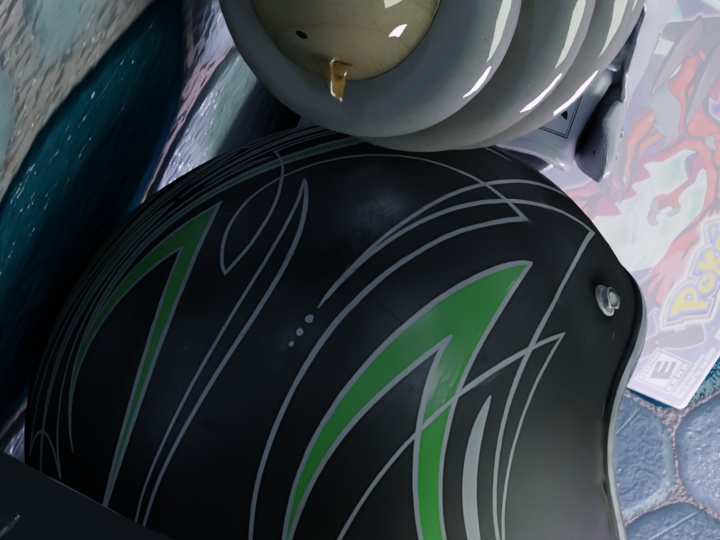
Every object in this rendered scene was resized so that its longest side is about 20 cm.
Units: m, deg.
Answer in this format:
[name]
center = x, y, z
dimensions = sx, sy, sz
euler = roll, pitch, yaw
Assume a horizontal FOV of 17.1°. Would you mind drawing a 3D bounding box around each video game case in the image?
[video game case]
center = 0.140, -0.045, 1.085
dimensions = 0.182, 0.023, 0.200
euler = 23, 105, -39

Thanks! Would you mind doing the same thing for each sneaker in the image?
[sneaker]
center = 0.094, -0.102, 0.907
dimensions = 0.200, 0.075, 0.115
euler = 129, -18, -70

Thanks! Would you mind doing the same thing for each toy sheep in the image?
[toy sheep]
center = 0.029, -0.101, 0.714
dimensions = 0.200, 0.138, 0.138
euler = -18, 138, -58

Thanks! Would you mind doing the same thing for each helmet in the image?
[helmet]
center = -0.007, 0.048, 0.766
dimensions = 0.200, 0.199, 0.191
euler = -43, 133, -72

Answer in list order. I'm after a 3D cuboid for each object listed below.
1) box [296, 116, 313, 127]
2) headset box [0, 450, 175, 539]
[box]
center = 0.020, -0.086, 0.977
dimensions = 0.158, 0.048, 0.201
euler = 85, 26, -78
[headset box]
center = -0.136, 0.140, 0.566
dimensions = 0.201, 0.093, 0.174
euler = -64, 174, 14
